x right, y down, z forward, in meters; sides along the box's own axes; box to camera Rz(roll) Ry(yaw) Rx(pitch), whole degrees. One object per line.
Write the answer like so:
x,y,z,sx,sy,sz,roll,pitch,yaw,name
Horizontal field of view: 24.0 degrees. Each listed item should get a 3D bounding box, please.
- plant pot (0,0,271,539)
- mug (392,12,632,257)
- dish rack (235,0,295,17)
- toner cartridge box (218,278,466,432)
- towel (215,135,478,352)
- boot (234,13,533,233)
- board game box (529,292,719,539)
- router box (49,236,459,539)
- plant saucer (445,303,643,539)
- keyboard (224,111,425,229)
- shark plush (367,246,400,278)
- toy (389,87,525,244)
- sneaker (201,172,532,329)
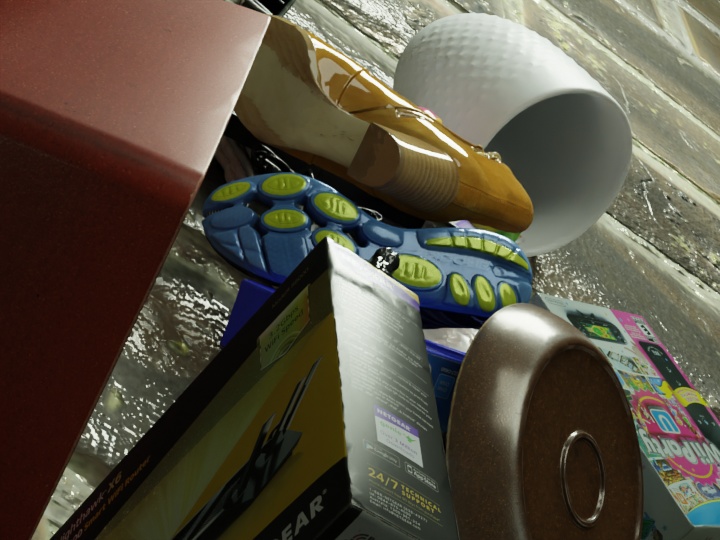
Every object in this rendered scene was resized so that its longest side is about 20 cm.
-0.169,-0.034,0.735,0.176,0.201,0.200,25,27,-7,plant pot
0.113,-0.102,1.334,0.175,0.147,0.200,53,-6,46,mug
-0.139,-0.253,1.282,0.200,0.055,0.154,39,24,-8,dish rack
0.025,0.060,0.981,0.199,0.043,0.095,20,2,-40,toner cartridge box
0.003,-0.010,1.128,0.191,0.032,0.200,19,34,-43,towel
0.009,-0.085,1.072,0.144,0.071,0.201,18,18,-50,boot
0.192,0.116,1.167,0.147,0.064,0.200,11,40,-49,board game box
-0.051,0.107,0.647,0.052,0.200,0.158,32,25,-23,router box
0.111,0.117,0.945,0.200,0.034,0.201,15,71,-54,plant saucer
-0.033,-0.075,1.114,0.199,0.021,0.127,25,27,-33,keyboard
-0.037,0.046,0.824,0.091,0.083,0.201,47,49,-31,shark plush
0.035,-0.087,1.171,0.200,0.047,0.115,40,15,7,toy
0.000,0.000,1.002,0.199,0.083,0.071,14,63,-11,sneaker
